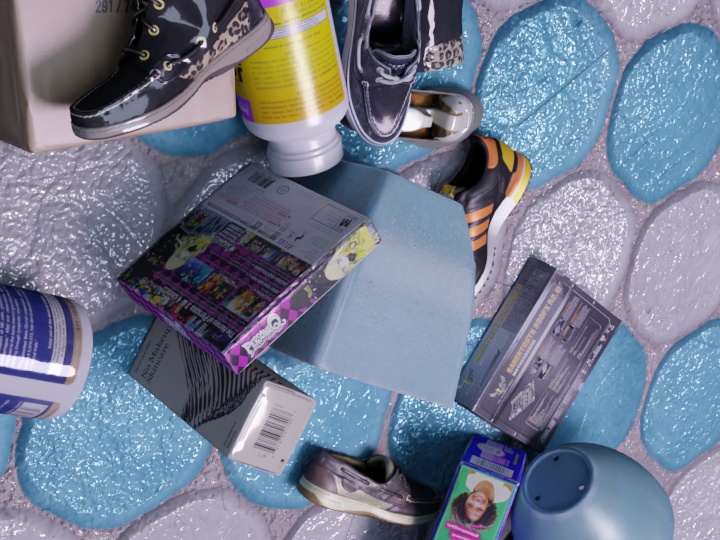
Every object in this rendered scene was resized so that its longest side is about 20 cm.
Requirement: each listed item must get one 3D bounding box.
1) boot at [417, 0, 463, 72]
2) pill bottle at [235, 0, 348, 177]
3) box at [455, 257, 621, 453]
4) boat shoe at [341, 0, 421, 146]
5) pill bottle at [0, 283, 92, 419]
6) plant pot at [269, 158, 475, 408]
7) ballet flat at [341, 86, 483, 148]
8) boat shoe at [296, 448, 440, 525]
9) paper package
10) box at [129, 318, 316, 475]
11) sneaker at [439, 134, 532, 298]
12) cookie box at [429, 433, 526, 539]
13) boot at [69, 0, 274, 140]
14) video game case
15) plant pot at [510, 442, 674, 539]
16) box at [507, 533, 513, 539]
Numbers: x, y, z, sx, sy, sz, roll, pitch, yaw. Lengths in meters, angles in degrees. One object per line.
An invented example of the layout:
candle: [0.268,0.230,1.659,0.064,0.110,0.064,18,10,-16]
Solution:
boot: [0.031,-0.269,1.297,0.203,0.073,0.154,-14,119,-32]
pill bottle: [-0.070,-0.192,1.226,0.104,0.104,0.200,-28,122,-27]
box: [0.216,0.107,1.608,0.158,0.048,0.200,33,87,-40]
boat shoe: [0.026,-0.205,1.241,0.072,0.068,0.200,-7,120,-20]
pill bottle: [-0.339,0.059,1.112,0.200,0.111,0.111,16,98,-41]
plant pot: [0.000,0.000,1.308,0.196,0.196,0.200,22,88,-41]
ballet flat: [0.067,-0.158,1.374,0.200,0.064,0.068,0,108,-38]
boat shoe: [0.021,0.244,1.495,0.200,0.073,0.065,14,104,-41]
paper package: [-0.217,-0.208,1.105,0.200,0.103,0.191,-17,119,-33]
box: [-0.133,0.110,1.234,0.068,0.200,0.082,26,90,-41]
sneaker: [0.111,-0.055,1.452,0.090,0.070,0.200,28,87,-36]
cookie box: [0.125,0.310,1.546,0.171,0.075,0.200,-19,129,-79]
boot: [-0.165,-0.207,1.028,0.200,0.073,0.151,-37,129,-25]
video game case: [-0.106,-0.009,1.208,0.181,0.200,0.036,-43,129,-17]
plant pot: [0.264,0.287,1.595,0.200,0.200,0.135,-48,132,-12]
box: [0.284,0.404,1.683,0.200,0.196,0.124,-52,132,-9]
